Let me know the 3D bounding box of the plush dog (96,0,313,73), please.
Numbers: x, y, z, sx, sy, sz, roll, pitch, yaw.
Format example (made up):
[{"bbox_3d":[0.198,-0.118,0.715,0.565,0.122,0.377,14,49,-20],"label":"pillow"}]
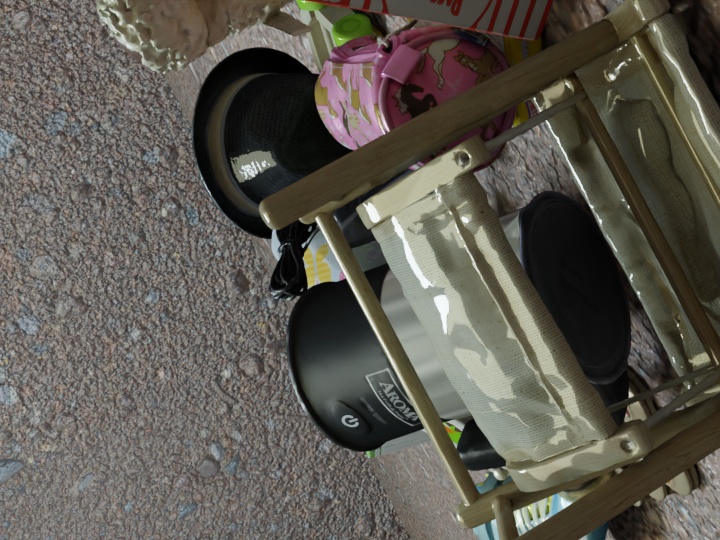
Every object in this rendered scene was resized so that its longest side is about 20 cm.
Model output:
[{"bbox_3d":[-0.097,-0.250,0.688,0.201,0.159,0.172,-92,-11,-45],"label":"plush dog"}]

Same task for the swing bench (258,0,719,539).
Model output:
[{"bbox_3d":[0.091,0.008,0.505,0.200,0.199,0.130,62,-175,-1],"label":"swing bench"}]

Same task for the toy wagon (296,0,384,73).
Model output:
[{"bbox_3d":[0.007,-0.152,0.908,0.200,0.039,0.156,51,167,42],"label":"toy wagon"}]

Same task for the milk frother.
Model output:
[{"bbox_3d":[0.081,0.015,0.710,0.180,0.187,0.201,35,-132,-37],"label":"milk frother"}]

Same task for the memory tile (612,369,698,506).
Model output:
[{"bbox_3d":[0.171,0.082,0.800,0.201,0.017,0.153,59,171,11],"label":"memory tile"}]

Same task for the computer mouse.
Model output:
[{"bbox_3d":[0.013,-0.060,0.811,0.046,0.200,0.141,42,-162,-22],"label":"computer mouse"}]

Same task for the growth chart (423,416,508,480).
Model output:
[{"bbox_3d":[0.071,0.124,0.857,0.144,0.018,0.200,30,169,12],"label":"growth chart"}]

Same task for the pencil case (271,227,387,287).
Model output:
[{"bbox_3d":[0.000,0.000,0.914,0.200,0.090,0.084,41,124,52],"label":"pencil case"}]

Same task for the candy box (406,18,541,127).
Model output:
[{"bbox_3d":[0.046,-0.179,0.657,0.200,0.026,0.102,54,172,35],"label":"candy box"}]

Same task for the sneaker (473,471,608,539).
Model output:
[{"bbox_3d":[0.149,0.209,0.933,0.130,0.080,0.200,16,154,18],"label":"sneaker"}]

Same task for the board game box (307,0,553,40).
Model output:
[{"bbox_3d":[-0.017,-0.180,0.552,0.200,0.151,0.047,41,121,44],"label":"board game box"}]

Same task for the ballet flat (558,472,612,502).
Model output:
[{"bbox_3d":[0.132,0.106,0.855,0.200,0.070,0.071,54,169,39],"label":"ballet flat"}]

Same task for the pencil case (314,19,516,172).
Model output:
[{"bbox_3d":[0.026,-0.106,0.661,0.200,0.082,0.087,-144,50,-75],"label":"pencil case"}]

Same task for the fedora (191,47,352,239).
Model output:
[{"bbox_3d":[-0.064,-0.130,1.024,0.091,0.201,0.202,-10,114,41],"label":"fedora"}]

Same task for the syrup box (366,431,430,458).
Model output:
[{"bbox_3d":[0.035,0.102,1.021,0.200,0.081,0.079,89,166,-62],"label":"syrup box"}]
